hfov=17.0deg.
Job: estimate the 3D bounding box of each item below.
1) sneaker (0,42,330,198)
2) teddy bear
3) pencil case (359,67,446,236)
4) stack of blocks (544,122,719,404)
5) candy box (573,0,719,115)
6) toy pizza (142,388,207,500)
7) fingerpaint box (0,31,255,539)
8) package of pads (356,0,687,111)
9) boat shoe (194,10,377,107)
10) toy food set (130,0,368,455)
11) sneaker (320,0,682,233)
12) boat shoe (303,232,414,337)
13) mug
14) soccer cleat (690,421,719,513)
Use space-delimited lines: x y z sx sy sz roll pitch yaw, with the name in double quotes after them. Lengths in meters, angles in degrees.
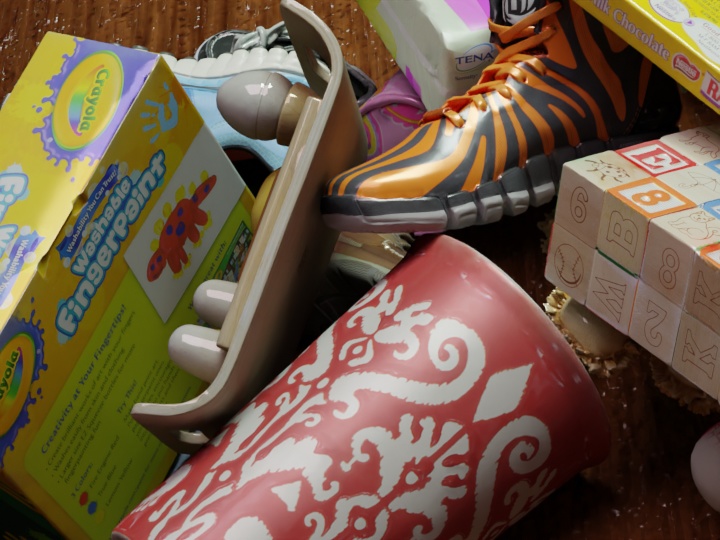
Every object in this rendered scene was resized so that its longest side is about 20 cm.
-0.108 -0.066 1.282 0.199 0.078 0.090 -3 60 20 "sneaker"
0.153 0.011 1.139 0.144 0.067 0.200 6 28 2 "teddy bear"
0.071 -0.100 1.317 0.087 0.088 0.200 7 36 33 "pencil case"
0.186 0.011 1.014 0.115 0.059 0.200 -14 36 -33 "stack of blocks"
0.177 -0.108 1.081 0.102 0.027 0.200 -26 56 -37 "candy box"
-0.142 0.065 1.249 0.199 0.032 0.201 -13 50 16 "toy pizza"
-0.135 0.018 1.142 0.073 0.167 0.201 13 65 30 "fingerpaint box"
0.080 -0.160 1.268 0.154 0.068 0.200 -11 41 -17 "package of pads"
-0.045 -0.113 1.420 0.073 0.068 0.199 -30 37 -13 "boat shoe"
-0.054 -0.014 1.127 0.060 0.144 0.201 19 80 8 "toy food set"
0.061 -0.085 1.135 0.199 0.113 0.077 -17 12 -31 "sneaker"
0.000 0.000 1.251 0.199 0.076 0.072 20 50 40 "boat shoe"
-0.004 0.105 1.104 0.200 0.178 0.133 -40 76 -18 "mug"
0.225 0.103 1.007 0.199 0.070 0.087 3 42 29 "soccer cleat"
